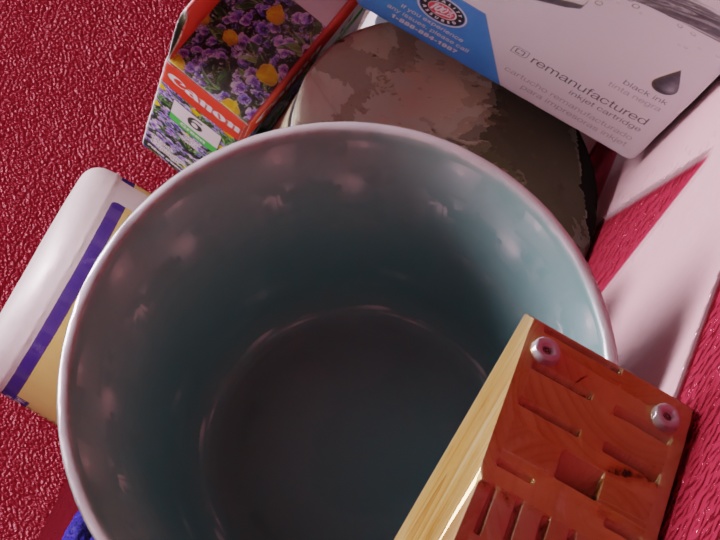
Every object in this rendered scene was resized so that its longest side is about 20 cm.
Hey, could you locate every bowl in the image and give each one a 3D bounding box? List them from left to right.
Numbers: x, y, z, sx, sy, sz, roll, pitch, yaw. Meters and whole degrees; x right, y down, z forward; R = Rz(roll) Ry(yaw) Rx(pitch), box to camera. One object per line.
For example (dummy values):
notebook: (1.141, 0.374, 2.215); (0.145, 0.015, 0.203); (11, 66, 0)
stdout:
bowl: (-0.005, 0.057, 1.022); (0.201, 0.200, 0.105); (-62, -12, -14)

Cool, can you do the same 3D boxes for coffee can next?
coffee can: (0.000, 0.000, 1.274); (0.200, 0.146, 0.147); (-50, 12, 53)

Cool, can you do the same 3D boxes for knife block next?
knife block: (0.022, 0.136, 0.905); (0.176, 0.064, 0.200); (-52, 11, 47)

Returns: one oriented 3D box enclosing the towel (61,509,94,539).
towel: (-0.112, 0.212, 1.202); (0.148, 0.049, 0.201); (-88, -5, -70)

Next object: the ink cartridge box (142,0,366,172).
ink cartridge box: (-0.039, -0.108, 1.240); (0.109, 0.050, 0.200); (-51, -1, -16)

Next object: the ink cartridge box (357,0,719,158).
ink cartridge box: (0.105, -0.149, 1.134); (0.084, 0.145, 0.200); (-64, 8, -29)

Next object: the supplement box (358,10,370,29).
supplement box: (-0.001, -0.112, 1.494); (0.073, 0.126, 0.201); (10, 94, 58)

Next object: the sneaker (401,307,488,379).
sneaker: (0.000, 0.064, 1.132); (0.200, 0.100, 0.075); (-38, -16, 31)

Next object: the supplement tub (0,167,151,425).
supplement tub: (-0.107, 0.047, 1.624); (0.146, 0.200, 0.145); (-58, 7, 11)

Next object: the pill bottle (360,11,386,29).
pill bottle: (0.066, -0.122, 1.414); (0.200, 0.119, 0.120); (-60, 7, 4)
